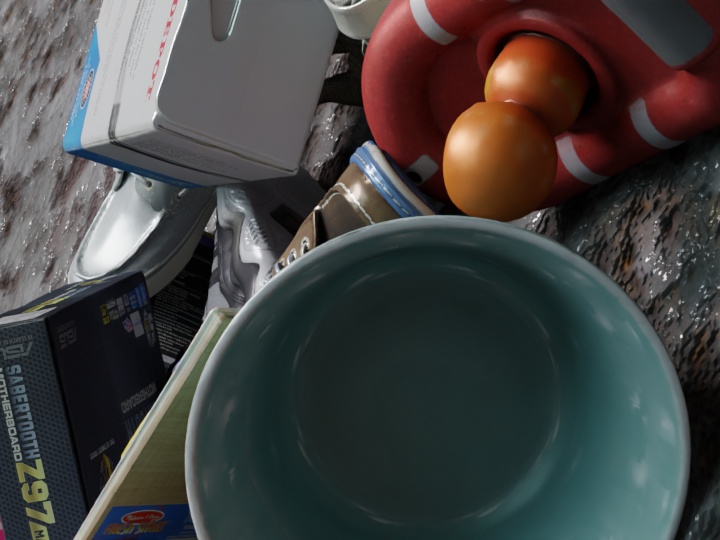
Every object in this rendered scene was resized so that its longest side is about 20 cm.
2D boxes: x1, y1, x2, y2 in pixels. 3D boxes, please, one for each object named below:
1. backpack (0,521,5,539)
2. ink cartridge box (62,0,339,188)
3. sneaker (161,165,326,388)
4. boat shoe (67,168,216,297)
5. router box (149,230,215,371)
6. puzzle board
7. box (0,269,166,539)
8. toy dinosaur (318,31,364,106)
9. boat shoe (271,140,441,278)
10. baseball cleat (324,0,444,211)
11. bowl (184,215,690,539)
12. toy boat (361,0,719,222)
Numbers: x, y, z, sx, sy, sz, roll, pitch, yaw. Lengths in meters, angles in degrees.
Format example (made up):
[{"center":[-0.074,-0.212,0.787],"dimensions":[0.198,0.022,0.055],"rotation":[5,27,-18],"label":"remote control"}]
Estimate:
[{"center":[-0.219,0.175,1.244],"dimensions":[0.151,0.199,0.178],"rotation":[-44,28,31],"label":"backpack"},{"center":[-0.081,-0.125,1.159],"dimensions":[0.200,0.083,0.146],"rotation":[0,73,69],"label":"ink cartridge box"},{"center":[-0.066,0.015,1.223],"dimensions":[0.114,0.075,0.200],"rotation":[-54,28,25],"label":"sneaker"},{"center":[-0.118,-0.065,1.318],"dimensions":[0.070,0.072,0.201],"rotation":[24,69,36],"label":"boat shoe"},{"center":[-0.163,0.081,1.377],"dimensions":[0.200,0.052,0.158],"rotation":[-43,34,40],"label":"router box"},{"center":[-0.042,0.080,1.009],"dimensions":[0.017,0.200,0.151],"rotation":[44,111,29],"label":"puzzle board"},{"center":[-0.142,0.091,1.148],"dimensions":[0.200,0.051,0.159],"rotation":[-35,-66,-79],"label":"box"},{"center":[0.021,-0.134,1.169],"dimensions":[0.077,0.102,0.201],"rotation":[-111,41,-60],"label":"toy dinosaur"},{"center":[0.000,0.000,1.039],"dimensions":[0.072,0.072,0.200],"rotation":[-38,-10,-9],"label":"boat shoe"},{"center":[0.019,-0.106,1.081],"dimensions":[0.201,0.106,0.070],"rotation":[-68,31,32],"label":"baseball cleat"},{"center":[0.030,0.065,0.906],"dimensions":[0.202,0.200,0.105],"rotation":[-61,7,11],"label":"bowl"},{"center":[0.074,-0.075,0.950],"dimensions":[0.200,0.130,0.131],"rotation":[-27,26,54],"label":"toy boat"}]
